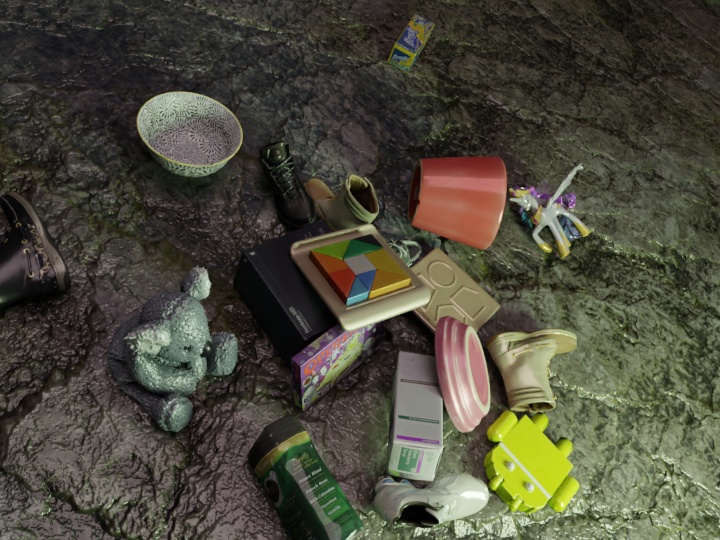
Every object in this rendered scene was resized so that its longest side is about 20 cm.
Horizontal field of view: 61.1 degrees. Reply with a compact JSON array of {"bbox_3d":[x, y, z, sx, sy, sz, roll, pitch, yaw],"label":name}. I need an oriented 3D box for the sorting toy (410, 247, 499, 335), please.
[{"bbox_3d":[0.171,0.059,1.244,0.185,0.037,0.200,44,47,12],"label":"sorting toy"}]

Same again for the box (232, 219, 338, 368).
[{"bbox_3d":[-0.097,0.037,1.096,0.181,0.104,0.201,-23,67,-36],"label":"box"}]

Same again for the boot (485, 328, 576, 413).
[{"bbox_3d":[0.355,0.196,1.192,0.198,0.073,0.157,0,55,-21],"label":"boot"}]

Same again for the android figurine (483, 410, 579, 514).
[{"bbox_3d":[0.299,0.341,1.084,0.199,0.041,0.182,-29,71,-38],"label":"android figurine"}]

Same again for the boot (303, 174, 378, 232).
[{"bbox_3d":[-0.041,-0.142,1.219,0.072,0.155,0.201,-16,63,-32],"label":"boot"}]

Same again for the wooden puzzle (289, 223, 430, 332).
[{"bbox_3d":[0.000,0.000,1.050,0.184,0.037,0.200,-16,52,-30],"label":"wooden puzzle"}]

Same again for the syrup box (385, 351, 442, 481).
[{"bbox_3d":[0.090,0.234,1.005,0.080,0.079,0.201,8,36,2],"label":"syrup box"}]

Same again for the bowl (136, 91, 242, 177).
[{"bbox_3d":[-0.340,-0.250,1.210,0.199,0.094,0.202,12,51,-15],"label":"bowl"}]

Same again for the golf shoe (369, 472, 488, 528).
[{"bbox_3d":[0.118,0.367,0.939,0.198,0.097,0.079,1,99,-16],"label":"golf shoe"}]

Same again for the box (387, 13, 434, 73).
[{"bbox_3d":[0.145,-0.645,1.730,0.070,0.064,0.201,28,50,-1],"label":"box"}]

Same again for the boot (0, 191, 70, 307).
[{"bbox_3d":[-0.571,-0.027,0.962,0.153,0.074,0.204,-28,70,-33],"label":"boot"}]

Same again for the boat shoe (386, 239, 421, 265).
[{"bbox_3d":[0.059,-0.031,1.184,0.072,0.071,0.200,46,24,10],"label":"boat shoe"}]

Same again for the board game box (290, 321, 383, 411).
[{"bbox_3d":[-0.034,0.137,1.029,0.032,0.121,0.199,30,50,32],"label":"board game box"}]

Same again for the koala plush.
[{"bbox_3d":[-0.285,0.100,0.907,0.183,0.201,0.178,33,50,4],"label":"koala plush"}]

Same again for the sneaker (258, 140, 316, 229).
[{"bbox_3d":[-0.152,-0.178,1.218,0.076,0.114,0.201,-23,63,-3],"label":"sneaker"}]

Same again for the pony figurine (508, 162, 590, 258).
[{"bbox_3d":[0.456,-0.148,1.457,0.193,0.166,0.201,-36,90,-30],"label":"pony figurine"}]

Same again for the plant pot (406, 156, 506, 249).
[{"bbox_3d":[0.200,-0.157,1.322,0.175,0.201,0.202,8,52,-7],"label":"plant pot"}]

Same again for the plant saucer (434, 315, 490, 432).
[{"bbox_3d":[0.183,0.176,1.066,0.050,0.201,0.202,-14,49,21],"label":"plant saucer"}]

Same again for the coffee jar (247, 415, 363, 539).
[{"bbox_3d":[-0.086,0.318,0.894,0.085,0.105,0.201,-21,67,-37],"label":"coffee jar"}]
